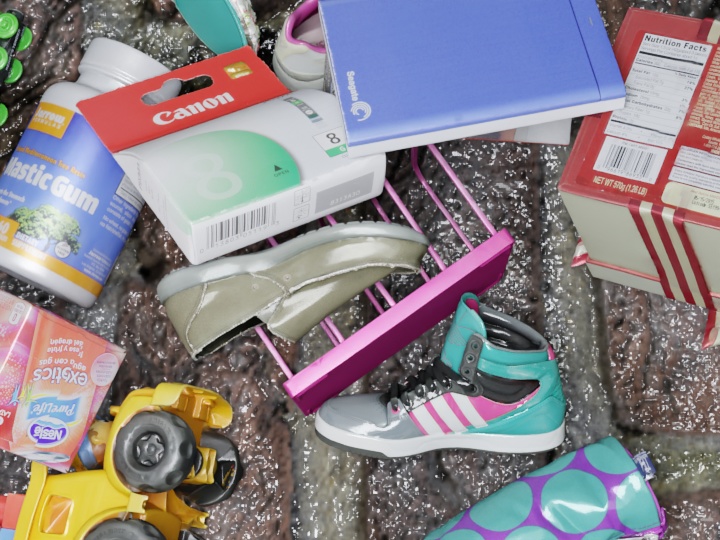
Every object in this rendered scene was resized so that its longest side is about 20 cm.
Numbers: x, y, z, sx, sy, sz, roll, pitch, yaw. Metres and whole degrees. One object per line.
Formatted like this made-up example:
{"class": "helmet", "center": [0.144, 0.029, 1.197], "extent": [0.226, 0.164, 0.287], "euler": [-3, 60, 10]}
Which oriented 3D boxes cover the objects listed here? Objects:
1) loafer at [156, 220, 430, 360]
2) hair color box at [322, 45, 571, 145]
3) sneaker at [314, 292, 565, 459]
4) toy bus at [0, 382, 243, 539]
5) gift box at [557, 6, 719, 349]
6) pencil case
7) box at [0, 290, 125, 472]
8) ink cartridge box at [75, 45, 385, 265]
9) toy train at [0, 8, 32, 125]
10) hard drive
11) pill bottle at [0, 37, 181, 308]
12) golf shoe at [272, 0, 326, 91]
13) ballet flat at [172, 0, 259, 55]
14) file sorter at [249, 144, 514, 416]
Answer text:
{"class": "loafer", "center": [-0.043, 0.017, 0.954], "extent": [0.199, 0.075, 0.070], "euler": [-15, 79, 12]}
{"class": "hair color box", "center": [0.073, -0.164, 1.078], "extent": [0.198, 0.064, 0.112], "euler": [1, 104, -14]}
{"class": "sneaker", "center": [0.064, 0.079, 1.044], "extent": [0.198, 0.084, 0.122], "euler": [-1, 111, -5]}
{"class": "toy bus", "center": [-0.204, 0.181, 1.043], "extent": [0.191, 0.136, 0.201], "euler": [7, 77, 19]}
{"class": "gift box", "center": [0.252, -0.061, 1.020], "extent": [0.184, 0.187, 0.201], "euler": [22, 77, 28]}
{"class": "pencil case", "center": [0.138, 0.207, 1.039], "extent": [0.199, 0.085, 0.093], "euler": [-28, 51, -3]}
{"class": "box", "center": [-0.285, 0.065, 1.017], "extent": [0.199, 0.095, 0.103], "euler": [19, 80, 45]}
{"class": "ink cartridge box", "center": [-0.100, -0.105, 0.996], "extent": [0.160, 0.050, 0.200], "euler": [-22, 54, -25]}
{"class": "toy train", "center": [-0.332, -0.130, 1.141], "extent": [0.056, 0.042, 0.201], "euler": [13, 80, 14]}
{"class": "hard drive", "center": [0.077, -0.157, 0.978], "extent": [0.198, 0.025, 0.133], "euler": [-10, 60, -2]}
{"class": "pill bottle", "center": [-0.224, -0.081, 1.091], "extent": [0.111, 0.112, 0.201], "euler": [23, 81, 6]}
{"class": "golf shoe", "center": [0.016, -0.218, 1.121], "extent": [0.199, 0.092, 0.076], "euler": [-34, 78, -6]}
{"class": "ballet flat", "center": [-0.145, -0.262, 1.148], "extent": [0.200, 0.076, 0.064], "euler": [46, 50, 4]}
{"class": "file sorter", "center": [0.000, 0.000, 1.056], "extent": [0.199, 0.139, 0.126], "euler": [-35, 79, -5]}
